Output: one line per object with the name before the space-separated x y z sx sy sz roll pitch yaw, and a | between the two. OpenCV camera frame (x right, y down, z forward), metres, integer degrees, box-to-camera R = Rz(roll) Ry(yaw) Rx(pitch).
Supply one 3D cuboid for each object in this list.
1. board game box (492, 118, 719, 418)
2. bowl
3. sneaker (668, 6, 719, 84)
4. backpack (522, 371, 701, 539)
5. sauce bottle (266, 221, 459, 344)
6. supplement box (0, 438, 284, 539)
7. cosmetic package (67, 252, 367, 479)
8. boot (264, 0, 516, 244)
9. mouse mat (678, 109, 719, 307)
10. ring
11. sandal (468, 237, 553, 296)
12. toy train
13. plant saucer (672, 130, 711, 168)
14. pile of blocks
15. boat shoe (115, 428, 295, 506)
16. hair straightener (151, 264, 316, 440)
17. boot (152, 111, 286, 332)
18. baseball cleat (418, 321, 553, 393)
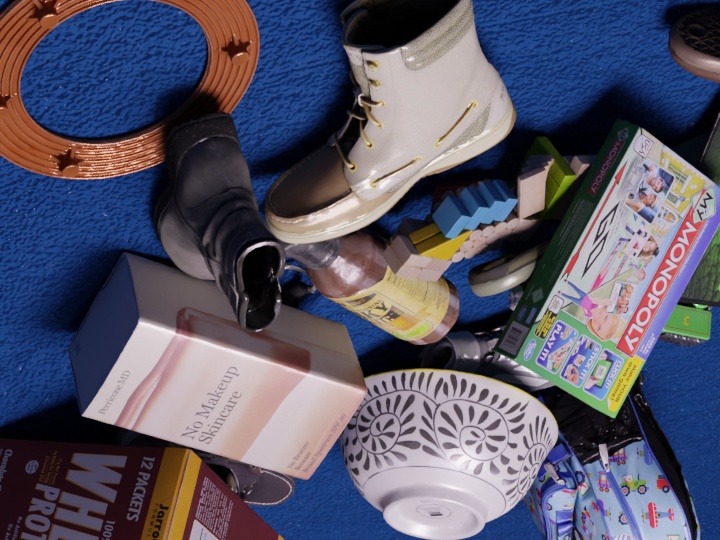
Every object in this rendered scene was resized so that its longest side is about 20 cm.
board game box | 0.197 0.001 1.496 0.134 0.029 0.200 29 88 -40
bowl | 0.068 0.172 1.667 0.200 0.094 0.201 5 150 3
sneaker | 0.311 -0.150 1.477 0.199 0.071 0.076 0 139 -28
backpack | 0.232 0.216 1.790 0.134 0.200 0.183 -19 145 -6
sauce bottle | 0.000 0.000 1.503 0.065 0.065 0.200 -38 141 19
supplement box | -0.197 0.239 1.568 0.197 0.133 0.200 1 152 23
cosmetic package | -0.108 0.075 1.473 0.200 0.087 0.104 18 120 -27
boot | 0.004 -0.112 1.354 0.200 0.072 0.155 -29 145 -1
mouse mat | 0.326 -0.059 1.589 0.161 0.008 0.201 7 111 -35
ring | -0.161 -0.128 1.287 0.200 0.019 0.201 -16 143 -12
sandal | 0.166 -0.001 1.535 0.201 0.057 0.080 -19 177 -37
toy train | 0.207 0.024 1.618 0.199 0.057 0.042 11 167 -21
plant saucer | 0.299 -0.041 1.636 0.200 0.039 0.201 -15 144 -11
pile of blocks | 0.101 -0.060 1.485 0.200 0.062 0.082 -22 144 -17
boat shoe | -0.126 0.176 1.654 0.072 0.065 0.200 -38 142 19
hair straightener | -0.117 0.059 1.530 0.200 0.041 0.077 -37 143 18
boot | -0.096 -0.008 1.365 0.068 0.131 0.200 -17 155 -12
baseball cleat | 0.130 0.069 1.657 0.200 0.070 0.106 -37 143 16
